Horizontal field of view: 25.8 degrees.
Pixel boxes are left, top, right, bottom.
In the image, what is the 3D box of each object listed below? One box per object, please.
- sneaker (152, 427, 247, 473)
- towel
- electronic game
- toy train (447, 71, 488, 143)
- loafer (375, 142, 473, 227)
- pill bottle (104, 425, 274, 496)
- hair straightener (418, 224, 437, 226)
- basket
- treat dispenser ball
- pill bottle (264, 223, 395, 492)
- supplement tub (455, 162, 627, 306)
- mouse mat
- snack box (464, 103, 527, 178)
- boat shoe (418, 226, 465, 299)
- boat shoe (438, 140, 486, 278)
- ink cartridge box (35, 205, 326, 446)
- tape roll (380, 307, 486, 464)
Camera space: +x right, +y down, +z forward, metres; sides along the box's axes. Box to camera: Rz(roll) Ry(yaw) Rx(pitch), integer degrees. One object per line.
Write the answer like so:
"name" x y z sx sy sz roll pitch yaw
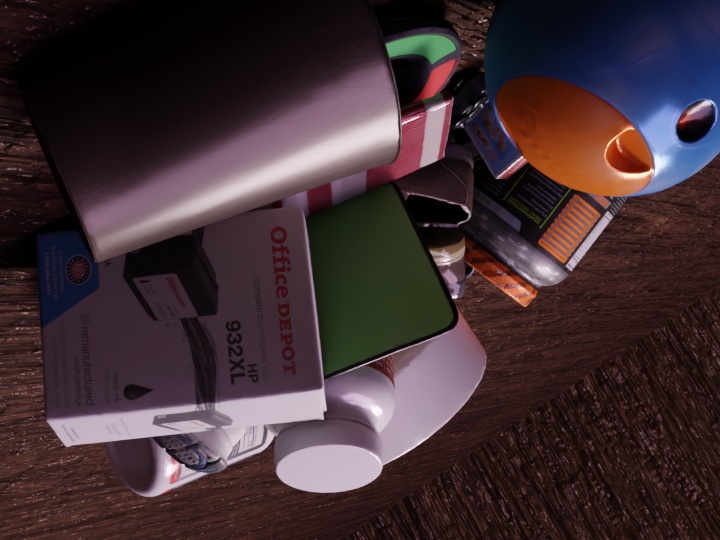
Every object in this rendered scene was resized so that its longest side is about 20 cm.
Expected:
"sneaker" -0.165 0.071 1.263 0.087 0.200 0.074 -50 -167 -31
"towel" -0.026 -0.077 1.210 0.199 0.023 0.144 -23 169 -5
"electronic game" -0.011 -0.124 1.185 0.200 0.042 0.200 -29 164 -9
"toy train" 0.054 -0.108 1.386 0.046 0.034 0.200 -30 169 -49
"loafer" 0.009 -0.058 1.320 0.199 0.071 0.073 -12 154 -13
"pill bottle" -0.159 0.150 1.640 0.200 0.116 0.116 -19 161 -38
"hair straightener" 0.027 -0.025 1.460 0.200 0.041 0.077 -55 165 15
"basket" -0.093 -0.094 0.963 0.199 0.136 0.180 -24 160 -10
"treat dispenser ball" 0.192 -0.155 1.167 0.200 0.201 0.201 -28 165 -8
"pill bottle" -0.029 0.071 1.273 0.112 0.201 0.112 -2 146 -1
"supplement tub" 0.174 -0.074 1.445 0.200 0.122 0.123 -52 163 3
"mouse mat" -0.039 0.017 1.239 0.199 0.161 0.008 -21 147 -4
"snack box" 0.170 -0.164 1.346 0.200 0.072 0.024 -41 161 33
"boat shoe" 0.001 0.000 1.393 0.200 0.066 0.072 -1 -164 28
"boat shoe" 0.094 -0.047 1.538 0.071 0.091 0.200 -18 161 -39
"ink cartridge box" -0.131 0.041 1.162 0.199 0.146 0.084 -6 161 -3
"tape roll" 0.015 0.102 1.473 0.202 0.071 0.203 -31 -161 12
